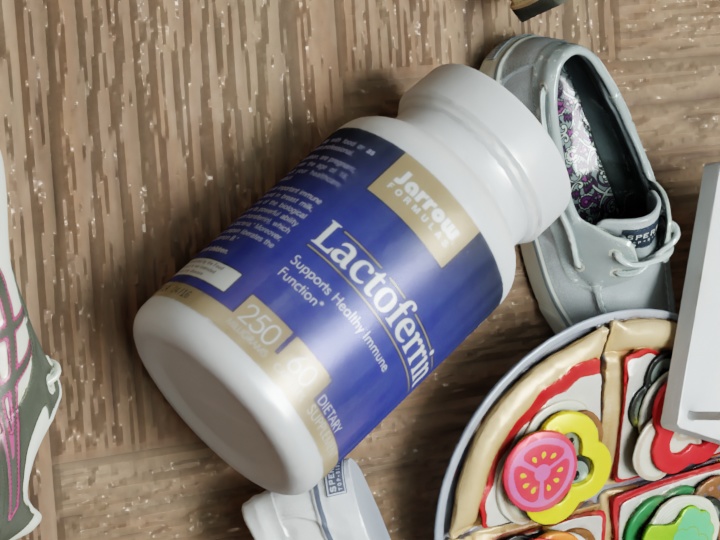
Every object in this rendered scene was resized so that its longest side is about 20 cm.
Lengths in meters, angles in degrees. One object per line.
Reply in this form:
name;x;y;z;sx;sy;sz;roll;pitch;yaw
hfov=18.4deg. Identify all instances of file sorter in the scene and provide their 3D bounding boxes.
file sorter;0.276;0.034;1.126;0.200;0.124;0.139;18;77;-31

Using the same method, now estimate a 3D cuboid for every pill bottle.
pill bottle;0.000;0.000;1.045;0.200;0.116;0.116;-44;113;-20

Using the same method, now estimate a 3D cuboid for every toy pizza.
toy pizza;0.127;0.116;1.142;0.200;0.032;0.201;-13;116;-28

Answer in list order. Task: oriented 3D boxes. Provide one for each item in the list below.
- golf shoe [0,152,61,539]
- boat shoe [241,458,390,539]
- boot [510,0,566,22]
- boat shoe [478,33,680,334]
golf shoe;-0.177;0.029;0.983;0.088;0.077;0.200;3;95;-49
boat shoe;-0.003;0.182;1.090;0.065;0.074;0.200;-17;112;6
boot;0.098;-0.236;1.114;0.138;0.077;0.200;45;59;-20
boat shoe;0.122;-0.026;1.135;0.070;0.071;0.201;-33;110;-24
